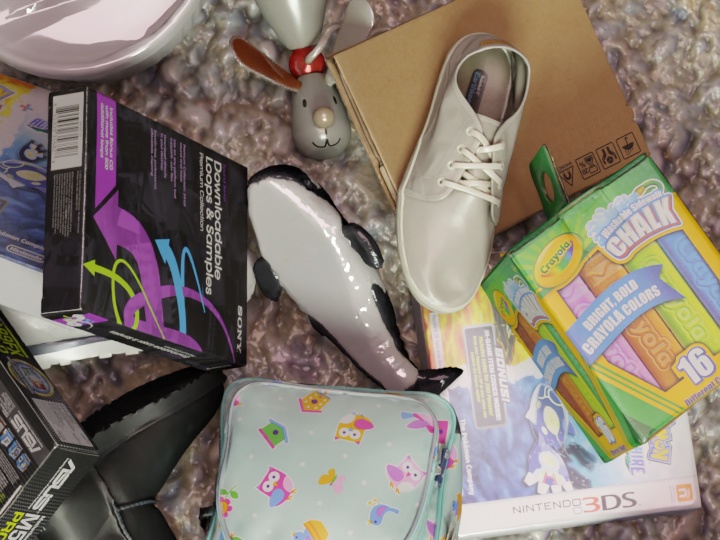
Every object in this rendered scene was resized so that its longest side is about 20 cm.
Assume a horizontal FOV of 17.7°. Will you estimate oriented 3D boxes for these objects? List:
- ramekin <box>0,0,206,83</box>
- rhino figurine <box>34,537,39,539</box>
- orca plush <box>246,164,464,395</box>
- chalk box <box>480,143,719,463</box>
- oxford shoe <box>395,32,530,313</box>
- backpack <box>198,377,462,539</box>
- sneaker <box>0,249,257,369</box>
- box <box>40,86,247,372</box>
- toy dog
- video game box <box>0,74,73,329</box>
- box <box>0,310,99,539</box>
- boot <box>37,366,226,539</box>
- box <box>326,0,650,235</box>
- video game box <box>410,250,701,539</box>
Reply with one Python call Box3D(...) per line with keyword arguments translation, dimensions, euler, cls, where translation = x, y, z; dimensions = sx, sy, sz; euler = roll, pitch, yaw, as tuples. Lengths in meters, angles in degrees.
Box3D(translation=(-0.193, -0.223, 1.623), dimensions=(0.201, 0.094, 0.204), euler=(-1, 79, 4), cls="ramekin")
Box3D(translation=(-0.249, 0.165, 1.575), dimensions=(0.087, 0.060, 0.201), euler=(18, 78, -38), cls="rhino figurine")
Box3D(translation=(0.000, 0.000, 1.597), dimensions=(0.200, 0.105, 0.071), euler=(44, 42, -5), cls="orca plush")
Box3D(translation=(0.167, 0.010, 1.566), dimensions=(0.124, 0.125, 0.200), euler=(-35, 83, -11), cls="chalk box")
Box3D(translation=(0.072, -0.071, 1.585), dimensions=(0.075, 0.058, 0.201), euler=(17, 79, -22), cls="oxford shoe")
Box3D(translation=(-0.022, 0.174, 1.521), dimensions=(0.175, 0.153, 0.201), euler=(6, 72, 5), cls="backpack")
Box3D(translation=(-0.168, 0.009, 1.593), dimensions=(0.199, 0.076, 0.081), euler=(-15, 120, -9), cls="sneaker")
Box3D(translation=(-0.135, -0.022, 1.494), dimensions=(0.036, 0.200, 0.144), euler=(-7, 75, 26), cls="box")
Box3D(translation=(-0.041, -0.190, 1.639), dimensions=(0.132, 0.096, 0.201), euler=(-34, 85, -9), cls="toy dog")
Box3D(translation=(-0.241, -0.058, 1.554), dimensions=(0.199, 0.047, 0.182), euler=(19, 37, 9), cls="video game box")
Box3D(translation=(-0.276, 0.108, 1.521), dimensions=(0.160, 0.044, 0.200), euler=(-52, 55, 16), cls="box")
Box3D(translation=(-0.143, 0.173, 1.577), dimensions=(0.198, 0.073, 0.163), euler=(-33, 103, -37), cls="boot")
Box3D(translation=(0.093, -0.115, 1.641), dimensions=(0.199, 0.021, 0.164), euler=(-26, 93, -22), cls="box")
Box3D(translation=(0.137, 0.083, 1.635), dimensions=(0.181, 0.047, 0.201), euler=(-7, 81, -8), cls="video game box")
